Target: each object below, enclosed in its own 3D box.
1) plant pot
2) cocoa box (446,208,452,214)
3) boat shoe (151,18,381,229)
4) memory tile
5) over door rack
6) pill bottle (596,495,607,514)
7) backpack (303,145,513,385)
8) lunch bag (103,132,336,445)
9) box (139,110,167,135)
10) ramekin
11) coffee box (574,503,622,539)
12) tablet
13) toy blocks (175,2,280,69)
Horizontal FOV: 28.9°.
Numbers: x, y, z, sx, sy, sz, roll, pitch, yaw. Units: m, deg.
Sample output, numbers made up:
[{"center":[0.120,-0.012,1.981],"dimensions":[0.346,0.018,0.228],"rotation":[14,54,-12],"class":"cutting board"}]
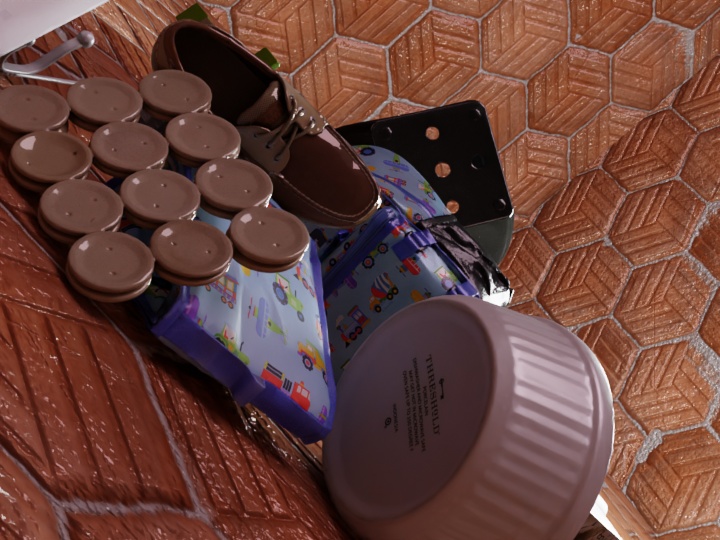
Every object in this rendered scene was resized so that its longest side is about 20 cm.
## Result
[{"center":[0.069,-0.094,1.584],"dimensions":[0.177,0.200,0.200],"rotation":[138,-62,-75],"class":"plant pot"},{"center":[0.029,-0.050,1.772],"dimensions":[0.133,0.131,0.200],"rotation":[45,-4,-3],"class":"cocoa box"},{"center":[-0.068,-0.102,0.986],"dimensions":[0.200,0.076,0.072],"rotation":[38,-8,-4],"class":"boat shoe"},{"center":[-0.135,-0.058,0.870],"dimensions":[0.200,0.153,0.017],"rotation":[56,-35,37],"class":"memory tile"},{"center":[-0.264,-0.208,1.102],"dimensions":[0.148,0.067,0.200],"rotation":[51,6,11],"class":"over door rack"},{"center":[0.163,0.197,1.455],"dimensions":[0.200,0.111,0.111],"rotation":[49,6,-5],"class":"pill bottle"},{"center":[0.000,0.000,1.169],"dimensions":[0.200,0.183,0.135],"rotation":[52,22,8],"class":"backpack"},{"center":[-0.085,0.019,0.916],"dimensions":[0.151,0.094,0.200],"rotation":[43,14,-36],"class":"lunch bag"},{"center":[-0.135,-0.079,1.309],"dimensions":[0.158,0.050,0.200],"rotation":[50,6,9],"class":"box"},{"center":[0.060,0.108,0.928],"dimensions":[0.094,0.202,0.202],"rotation":[30,16,-35],"class":"ramekin"},{"center":[0.109,0.189,1.114],"dimensions":[0.200,0.113,0.080],"rotation":[43,9,-41],"class":"coffee box"},{"center":[-0.266,-0.224,1.015],"dimensions":[0.130,0.014,0.200],"rotation":[43,26,-5],"class":"tablet"},{"center":[-0.105,-0.136,1.289],"dimensions":[0.200,0.100,0.137],"rotation":[53,-4,36],"class":"toy blocks"}]
